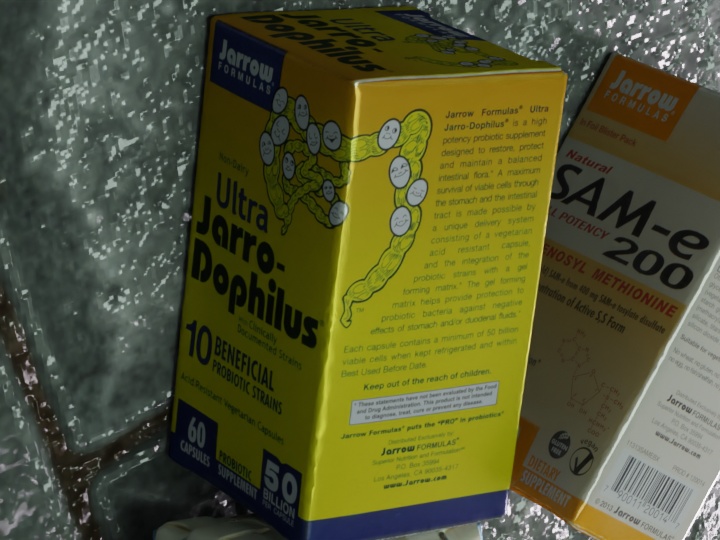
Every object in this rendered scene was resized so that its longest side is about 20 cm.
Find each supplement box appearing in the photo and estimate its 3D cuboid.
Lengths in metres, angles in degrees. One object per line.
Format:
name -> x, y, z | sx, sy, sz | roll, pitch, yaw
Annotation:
supplement box -> 0.125, 0.016, 1.285 | 0.073, 0.126, 0.200 | 29, 89, -39
supplement box -> 0.000, 0.000, 1.195 | 0.109, 0.109, 0.200 | -6, 111, -35

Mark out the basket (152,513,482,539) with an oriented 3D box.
basket -> -0.016, 0.201, 1.235 | 0.176, 0.139, 0.200 | -5, 96, -41
